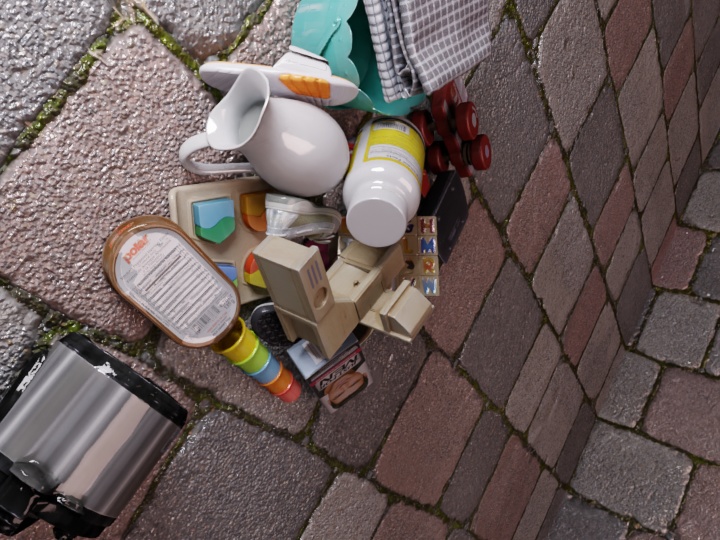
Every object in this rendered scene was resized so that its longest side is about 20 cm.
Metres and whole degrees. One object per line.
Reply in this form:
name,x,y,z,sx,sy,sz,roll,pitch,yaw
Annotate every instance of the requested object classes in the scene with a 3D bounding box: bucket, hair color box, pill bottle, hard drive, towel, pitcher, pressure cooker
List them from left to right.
pressure cooker,-0.312,0.191,0.643,0.201,0.178,0.176,-56,141,-20
pitcher,-0.121,-0.159,0.781,0.200,0.171,0.122,17,53,-57
hair color box,-0.044,0.159,0.971,0.099,0.061,0.200,-35,153,-10
bucket,0.007,-0.328,0.860,0.206,0.134,0.209,-20,118,-44
pill bottle,0.034,-0.128,0.849,0.201,0.110,0.112,-78,154,-47
towel,0.101,-0.339,0.794,0.200,0.085,0.167,-41,131,-34
hard drive,0.165,-0.104,1.171,0.136,0.042,0.200,-64,156,-11

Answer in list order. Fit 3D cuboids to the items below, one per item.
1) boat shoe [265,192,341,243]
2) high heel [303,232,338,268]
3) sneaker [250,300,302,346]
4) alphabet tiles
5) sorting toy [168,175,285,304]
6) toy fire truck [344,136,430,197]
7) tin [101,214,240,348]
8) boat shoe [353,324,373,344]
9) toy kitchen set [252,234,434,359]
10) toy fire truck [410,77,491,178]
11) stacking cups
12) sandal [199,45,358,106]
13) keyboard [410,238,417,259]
boat shoe,-0.084,-0.069,0.866,0.202,0.074,0.065,4,97,-75
high heel,-0.010,-0.037,0.979,0.199,0.095,0.068,-21,119,-44
sneaker,-0.100,0.064,0.927,0.199,0.083,0.072,1,120,-48
alphabet tiles,0.045,-0.024,0.955,0.006,0.165,0.202,115,-26,-76
sorting toy,-0.173,-0.035,0.835,0.199,0.036,0.187,-20,118,-45
toy fire truck,0.041,-0.170,1.028,0.141,0.049,0.200,-55,137,-21
tin,-0.234,0.018,0.752,0.112,0.042,0.200,-50,127,-15
boat shoe,0.019,0.053,1.035,0.076,0.072,0.201,-32,155,-54
toy kitchen set,0.000,0.000,0.801,0.200,0.162,0.181,-50,144,-31
toy fire truck,0.183,-0.284,1.121,0.200,0.111,0.169,50,47,-47
stacking cups,-0.149,0.147,0.910,0.061,0.060,0.200,-56,138,-19
sandal,-0.099,-0.260,0.757,0.205,0.079,0.060,5,84,-16
keyboard,0.096,-0.028,1.076,0.200,0.020,0.128,-79,171,-65
